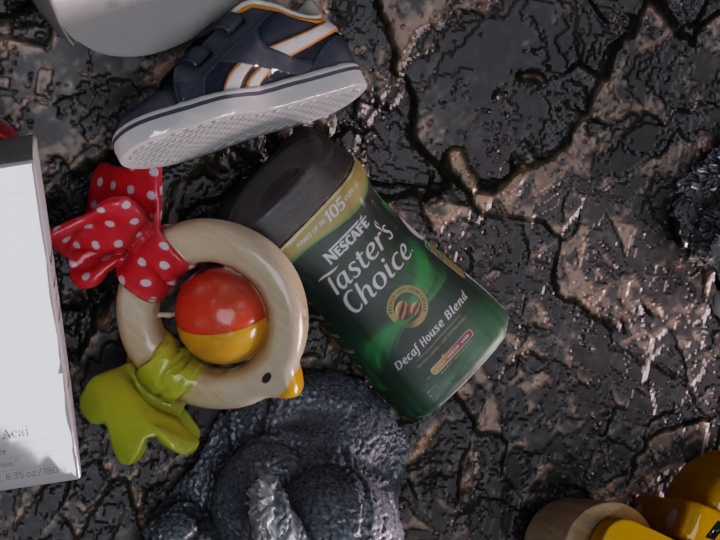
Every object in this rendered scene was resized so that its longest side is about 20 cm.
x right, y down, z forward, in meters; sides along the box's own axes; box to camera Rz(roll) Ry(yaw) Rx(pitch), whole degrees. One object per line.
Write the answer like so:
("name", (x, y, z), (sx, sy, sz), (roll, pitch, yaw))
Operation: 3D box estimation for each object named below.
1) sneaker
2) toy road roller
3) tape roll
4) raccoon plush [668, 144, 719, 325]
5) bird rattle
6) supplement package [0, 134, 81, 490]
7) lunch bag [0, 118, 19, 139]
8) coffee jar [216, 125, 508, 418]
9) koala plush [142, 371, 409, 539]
("sneaker", (-0.091, -0.124, 1.672), (0.200, 0.078, 0.080), (-19, 79, -41))
("toy road roller", (0.230, 0.184, 1.809), (0.199, 0.123, 0.146), (23, 80, -16))
("tape roll", (-0.127, -0.230, 1.627), (0.202, 0.037, 0.203), (-29, 142, -26))
("raccoon plush", (0.283, -0.059, 1.760), (0.096, 0.134, 0.201), (10, 99, -13))
("bird rattle", (-0.114, 0.022, 1.690), (0.162, 0.113, 0.201), (-2, 99, 11))
("supplement package", (-0.246, 0.028, 1.583), (0.121, 0.120, 0.201), (-8, 101, -6))
("lunch bag", (-0.292, 0.005, 1.676), (0.175, 0.082, 0.201), (-12, 102, -6))
("coffee jar", (0.000, 0.000, 1.734), (0.104, 0.085, 0.200), (-46, 106, -1))
("koala plush", (-0.028, 0.169, 1.701), (0.177, 0.200, 0.184), (26, 94, -16))
